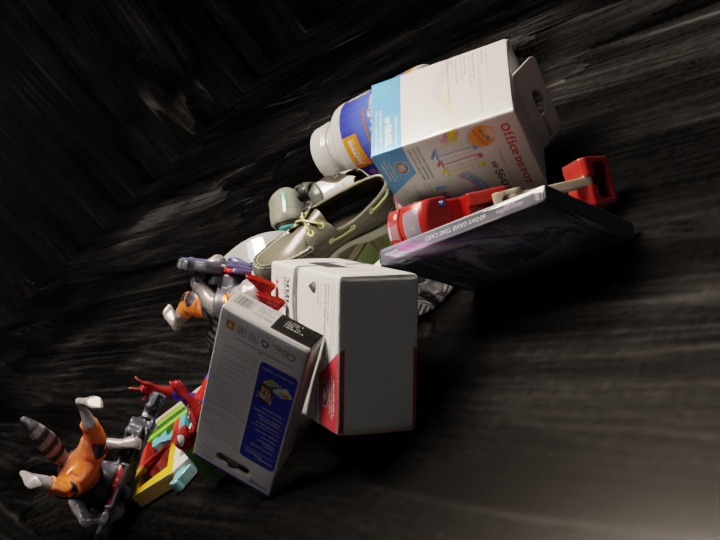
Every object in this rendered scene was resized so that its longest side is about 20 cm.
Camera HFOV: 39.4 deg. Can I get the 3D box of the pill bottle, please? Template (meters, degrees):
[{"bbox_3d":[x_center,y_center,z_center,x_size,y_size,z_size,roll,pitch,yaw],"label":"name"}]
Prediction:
[{"bbox_3d":[0.029,-0.191,1.369,0.199,0.112,0.112,-21,26,36],"label":"pill bottle"}]

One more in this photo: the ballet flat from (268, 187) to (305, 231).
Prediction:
[{"bbox_3d":[-0.087,-0.063,1.406,0.067,0.064,0.200,-12,-17,0],"label":"ballet flat"}]

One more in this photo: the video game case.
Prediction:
[{"bbox_3d":[0.136,-0.025,0.953,0.199,0.142,0.019,-20,64,42],"label":"video game case"}]

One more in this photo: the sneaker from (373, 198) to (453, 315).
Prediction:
[{"bbox_3d":[0.064,-0.019,1.142,0.199,0.080,0.130,-41,18,-3],"label":"sneaker"}]

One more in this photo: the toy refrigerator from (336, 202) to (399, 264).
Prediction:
[{"bbox_3d":[0.000,0.000,1.223,0.070,0.076,0.201,-22,25,40],"label":"toy refrigerator"}]

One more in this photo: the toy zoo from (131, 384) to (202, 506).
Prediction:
[{"bbox_3d":[-0.221,0.212,1.244,0.131,0.021,0.200,-37,19,9],"label":"toy zoo"}]

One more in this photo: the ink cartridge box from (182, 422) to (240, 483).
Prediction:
[{"bbox_3d":[-0.128,0.144,1.161,0.103,0.059,0.200,-33,17,20],"label":"ink cartridge box"}]

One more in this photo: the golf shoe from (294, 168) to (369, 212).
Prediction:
[{"bbox_3d":[-0.014,-0.092,1.360,0.094,0.079,0.200,-22,-2,14],"label":"golf shoe"}]

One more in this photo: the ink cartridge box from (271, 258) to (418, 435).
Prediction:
[{"bbox_3d":[-0.022,0.067,0.990,0.083,0.146,0.200,-1,5,-22],"label":"ink cartridge box"}]

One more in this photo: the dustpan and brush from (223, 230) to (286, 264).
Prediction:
[{"bbox_3d":[-0.111,-0.020,1.304,0.138,0.058,0.200,-9,-24,-21],"label":"dustpan and brush"}]

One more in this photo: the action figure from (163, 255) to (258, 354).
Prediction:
[{"bbox_3d":[-0.141,0.045,1.254,0.193,0.198,0.106,156,118,-65],"label":"action figure"}]

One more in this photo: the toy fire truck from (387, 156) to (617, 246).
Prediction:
[{"bbox_3d":[0.141,-0.063,1.005,0.198,0.049,0.141,-12,-5,-32],"label":"toy fire truck"}]

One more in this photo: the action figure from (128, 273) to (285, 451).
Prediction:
[{"bbox_3d":[-0.164,0.096,1.028,0.201,0.098,0.065,-64,28,15],"label":"action figure"}]

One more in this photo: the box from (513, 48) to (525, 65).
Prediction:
[{"bbox_3d":[0.146,-0.251,1.485,0.199,0.048,0.193,-32,7,22],"label":"box"}]

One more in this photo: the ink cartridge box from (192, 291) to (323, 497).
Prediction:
[{"bbox_3d":[-0.102,0.123,0.964,0.037,0.094,0.201,-46,-22,-54],"label":"ink cartridge box"}]

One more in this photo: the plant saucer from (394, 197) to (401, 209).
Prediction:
[{"bbox_3d":[0.107,-0.126,1.343,0.200,0.051,0.201,-35,19,14],"label":"plant saucer"}]

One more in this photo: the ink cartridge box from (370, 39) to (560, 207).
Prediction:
[{"bbox_3d":[0.127,-0.164,1.178,0.198,0.129,0.126,-16,47,21],"label":"ink cartridge box"}]

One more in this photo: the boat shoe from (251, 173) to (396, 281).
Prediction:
[{"bbox_3d":[-0.044,-0.048,1.168,0.201,0.061,0.072,-29,43,-23],"label":"boat shoe"}]

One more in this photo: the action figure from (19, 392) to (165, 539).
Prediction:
[{"bbox_3d":[-0.313,0.211,1.181,0.103,0.194,0.201,13,59,13],"label":"action figure"}]
